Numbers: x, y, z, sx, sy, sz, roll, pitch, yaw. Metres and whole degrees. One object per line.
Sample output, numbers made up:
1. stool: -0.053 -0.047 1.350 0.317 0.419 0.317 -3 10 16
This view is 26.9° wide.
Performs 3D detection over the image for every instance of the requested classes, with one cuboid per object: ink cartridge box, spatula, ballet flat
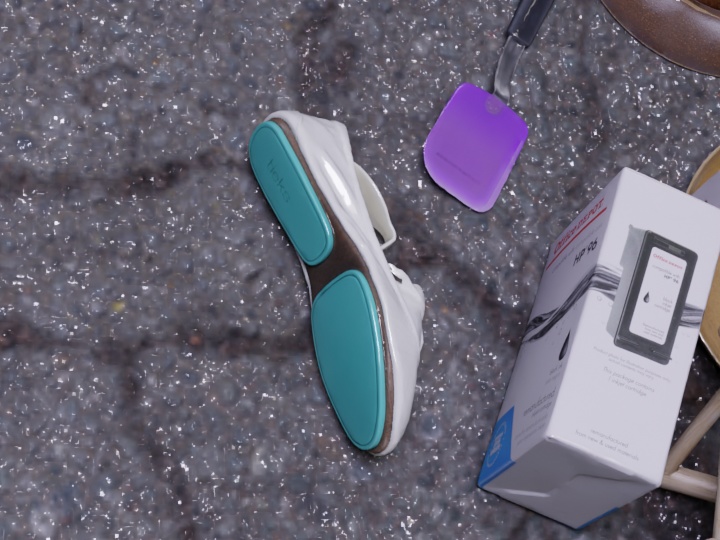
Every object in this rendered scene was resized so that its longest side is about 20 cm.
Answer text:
1. ink cartridge box: 0.137 0.027 0.826 0.067 0.116 0.202 23 65 -6
2. spatula: 0.093 -0.131 0.921 0.056 0.021 0.201 32 63 -16
3. ballet flat: 0.000 0.000 0.832 0.069 0.069 0.202 -15 75 -20

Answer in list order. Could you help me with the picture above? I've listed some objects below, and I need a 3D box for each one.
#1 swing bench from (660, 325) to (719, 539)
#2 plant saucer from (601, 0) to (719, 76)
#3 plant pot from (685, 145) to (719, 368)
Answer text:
1. swing bench: 0.229 0.164 0.753 0.199 0.130 0.199 30 34 -2
2. plant saucer: 0.236 -0.224 0.990 0.198 0.032 0.202 5 69 -14
3. plant pot: 0.279 0.005 0.921 0.198 0.028 0.202 5 71 -14
